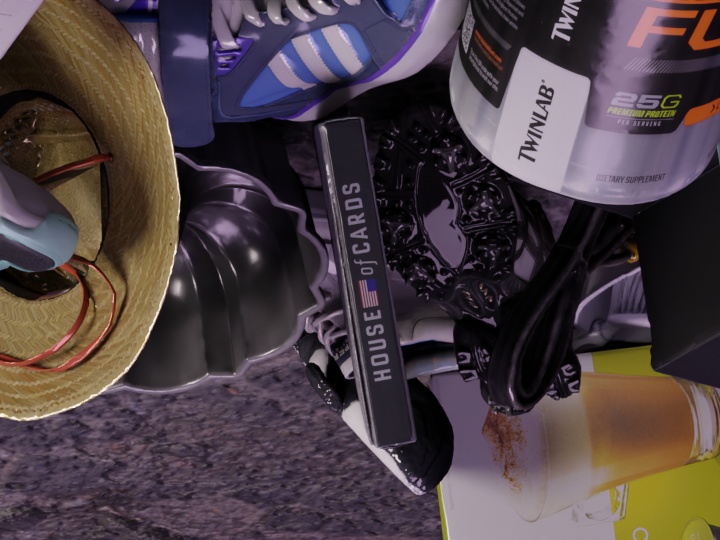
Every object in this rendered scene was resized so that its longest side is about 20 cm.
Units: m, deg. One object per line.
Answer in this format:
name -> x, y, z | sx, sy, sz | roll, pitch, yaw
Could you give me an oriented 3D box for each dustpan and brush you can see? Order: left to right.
dustpan and brush -> 0.162, 0.026, 1.447 | 0.139, 0.058, 0.199 | 15, 167, -39

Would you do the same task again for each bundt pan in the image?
bundt pan -> -0.117, -0.023, 1.254 | 0.200, 0.076, 0.203 | -3, 141, -2

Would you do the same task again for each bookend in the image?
bookend -> 0.151, -0.036, 1.163 | 0.198, 0.201, 0.092 | 14, 148, -36

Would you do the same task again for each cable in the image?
cable -> 0.126, -0.015, 1.247 | 0.050, 0.200, 0.098 | 13, 135, 26

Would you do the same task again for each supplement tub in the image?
supplement tub -> 0.113, -0.138, 0.989 | 0.122, 0.123, 0.201 | 1, 131, -13

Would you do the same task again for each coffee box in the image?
coffee box -> 0.149, 0.158, 1.507 | 0.196, 0.201, 0.200 | -7, 173, 2

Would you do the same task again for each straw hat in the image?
straw hat -> -0.140, -0.034, 1.111 | 0.200, 0.203, 0.085 | -20, 171, 28

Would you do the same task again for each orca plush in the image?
orca plush -> 0.020, 0.062, 1.430 | 0.105, 0.200, 0.071 | 43, 92, -14

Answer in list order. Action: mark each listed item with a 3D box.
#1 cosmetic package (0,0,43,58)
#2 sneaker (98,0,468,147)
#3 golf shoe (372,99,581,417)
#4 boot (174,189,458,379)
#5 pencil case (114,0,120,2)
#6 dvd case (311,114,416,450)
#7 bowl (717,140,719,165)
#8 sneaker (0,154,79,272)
cosmetic package -> -0.155, -0.166, 0.946 | 0.084, 0.108, 0.200 | 10, 152, -28
sneaker -> -0.050, -0.125, 1.078 | 0.145, 0.081, 0.200 | 5, 158, -30
golf shoe -> 0.060, -0.019, 1.291 | 0.077, 0.095, 0.201 | -13, 125, 16
boot -> -0.016, 0.012, 1.349 | 0.198, 0.096, 0.074 | -1, 154, -9
pencil case -> -0.032, -0.181, 0.968 | 0.199, 0.079, 0.087 | -26, 158, 35
dvd case -> 0.000, 0.000, 1.176 | 0.025, 0.152, 0.200 | -10, -176, -2
bowl -> 0.234, -0.113, 1.096 | 0.199, 0.105, 0.201 | -17, 146, -12
sneaker -> -0.194, -0.094, 1.051 | 0.199, 0.141, 0.078 | 26, 161, -2
